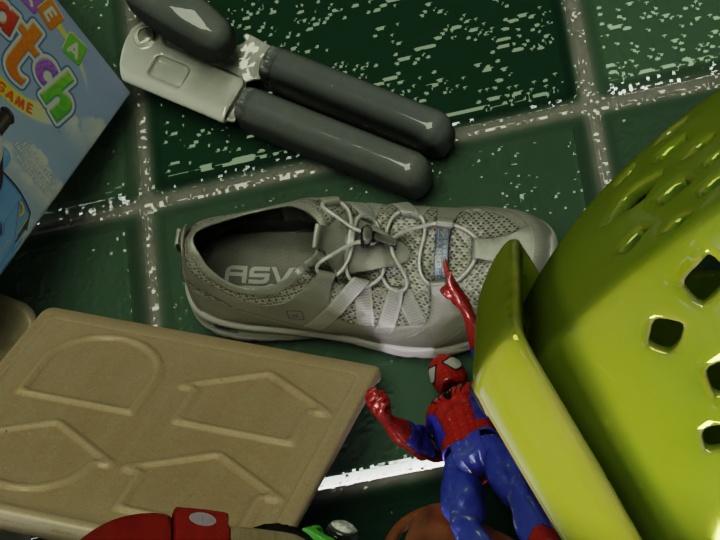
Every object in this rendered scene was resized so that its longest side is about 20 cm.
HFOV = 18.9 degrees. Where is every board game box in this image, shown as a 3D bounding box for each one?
[{"bbox_3d":[-0.216,-0.081,1.100,0.036,0.152,0.201,-15,34,39],"label":"board game box"}]

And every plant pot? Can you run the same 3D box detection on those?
[{"bbox_3d":[0.159,0.048,0.936,0.181,0.200,0.200,-29,100,10],"label":"plant pot"}]

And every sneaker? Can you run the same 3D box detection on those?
[{"bbox_3d":[0.000,0.000,1.084,0.199,0.082,0.075,-6,68,12],"label":"sneaker"}]

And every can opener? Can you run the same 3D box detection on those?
[{"bbox_3d":[-0.046,-0.096,1.149,0.199,0.067,0.053,25,76,17],"label":"can opener"}]

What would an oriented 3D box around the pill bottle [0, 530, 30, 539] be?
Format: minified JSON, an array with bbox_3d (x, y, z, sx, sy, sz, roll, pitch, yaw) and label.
[{"bbox_3d":[-0.275,0.135,1.085,0.199,0.116,0.117,13,73,19],"label":"pill bottle"}]

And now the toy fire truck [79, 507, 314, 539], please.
[{"bbox_3d":[-0.120,0.180,0.905,0.199,0.129,0.177,8,111,-8],"label":"toy fire truck"}]

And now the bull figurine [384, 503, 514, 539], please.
[{"bbox_3d":[0.082,0.182,0.994,0.199,0.065,0.121,28,55,30],"label":"bull figurine"}]

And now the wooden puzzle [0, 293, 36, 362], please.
[{"bbox_3d":[-0.294,0.037,1.105,0.184,0.037,0.200,18,32,25],"label":"wooden puzzle"}]

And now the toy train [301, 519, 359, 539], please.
[{"bbox_3d":[-0.046,0.206,0.990,0.042,0.056,0.201,26,106,24],"label":"toy train"}]

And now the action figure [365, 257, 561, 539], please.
[{"bbox_3d":[0.043,0.073,0.995,0.065,0.099,0.200,-30,23,6],"label":"action figure"}]

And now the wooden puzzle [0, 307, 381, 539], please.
[{"bbox_3d":[-0.103,0.089,1.043,0.184,0.047,0.200,10,28,14],"label":"wooden puzzle"}]
